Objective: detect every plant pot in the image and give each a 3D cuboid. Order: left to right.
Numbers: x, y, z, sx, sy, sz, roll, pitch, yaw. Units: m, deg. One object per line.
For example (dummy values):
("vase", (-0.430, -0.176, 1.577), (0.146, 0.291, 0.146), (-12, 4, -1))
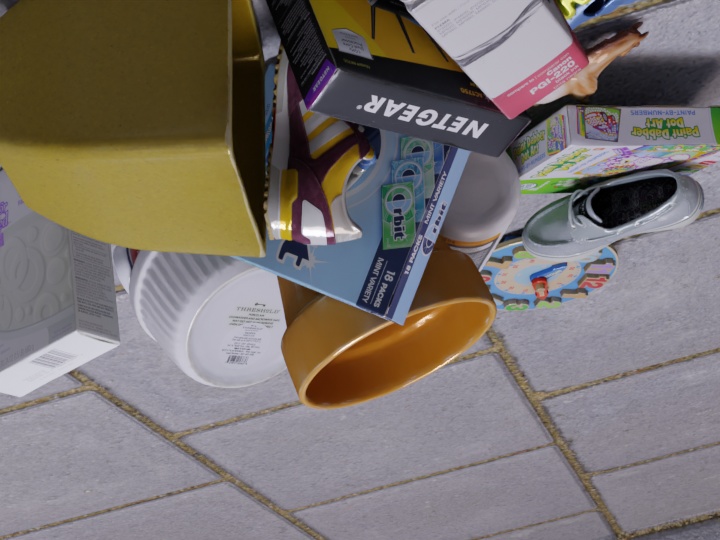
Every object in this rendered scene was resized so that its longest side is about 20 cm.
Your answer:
("plant pot", (-0.184, -0.130, 1.235), (0.197, 0.197, 0.196), (-4, 156, 4))
("plant pot", (0.000, 0.000, 1.444), (0.198, 0.185, 0.201), (-22, 160, -9))

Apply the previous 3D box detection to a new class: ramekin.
("ramekin", (-0.126, 0.026, 1.588), (0.198, 0.105, 0.202), (-20, 136, -20))

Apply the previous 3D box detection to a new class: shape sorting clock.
("shape sorting clock", (0.212, 0.006, 1.864), (0.197, 0.040, 0.201), (-9, 155, -4))

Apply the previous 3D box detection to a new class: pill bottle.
("pill bottle", (0.088, -0.049, 1.591), (0.115, 0.118, 0.200), (-5, 159, -12))

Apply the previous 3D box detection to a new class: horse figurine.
("horse figurine", (0.157, -0.173, 1.442), (0.197, 0.051, 0.133), (-7, 163, -16))

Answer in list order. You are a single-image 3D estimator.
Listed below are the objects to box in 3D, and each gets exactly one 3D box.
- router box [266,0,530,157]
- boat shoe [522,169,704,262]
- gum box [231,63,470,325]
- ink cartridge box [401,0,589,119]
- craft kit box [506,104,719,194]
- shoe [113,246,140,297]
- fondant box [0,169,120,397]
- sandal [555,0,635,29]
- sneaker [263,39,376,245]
("router box", (0.028, -0.177, 1.246), (0.198, 0.150, 0.051), (9, 136, -36))
("boat shoe", (0.245, -0.063, 1.576), (0.199, 0.071, 0.071), (-15, 156, 30))
("gum box", (-0.022, -0.068, 1.338), (0.198, 0.172, 0.044), (20, 177, 28))
("ink cartridge box", (0.080, -0.225, 1.166), (0.084, 0.147, 0.200), (-33, 151, 16))
("craft kit box", (0.253, -0.119, 1.547), (0.195, 0.049, 0.200), (1, 169, -17))
("shoe", (-0.181, 0.002, 1.662), (0.090, 0.072, 0.200), (-21, 158, 15))
("fondant box", (-0.296, -0.004, 1.432), (0.143, 0.202, 0.058), (-26, 150, 32))
("sandal", (0.181, -0.229, 1.300), (0.086, 0.080, 0.199), (9, 151, -44))
("sneaker", (-0.029, -0.119, 1.292), (0.089, 0.203, 0.075), (5, 170, 0))
